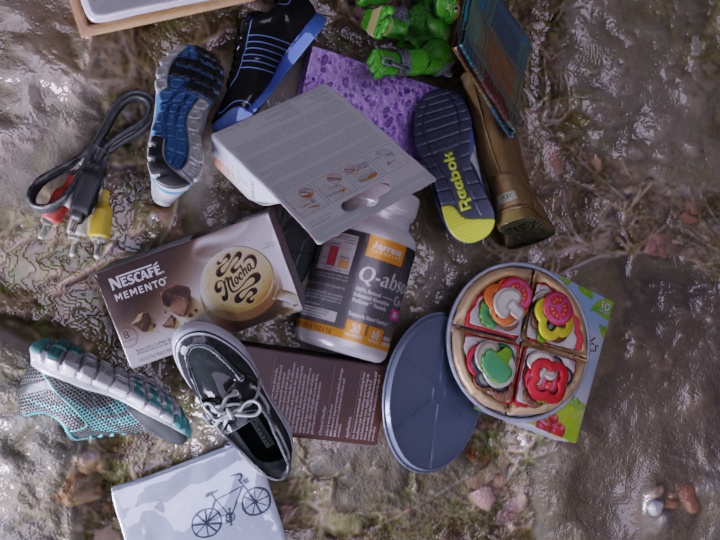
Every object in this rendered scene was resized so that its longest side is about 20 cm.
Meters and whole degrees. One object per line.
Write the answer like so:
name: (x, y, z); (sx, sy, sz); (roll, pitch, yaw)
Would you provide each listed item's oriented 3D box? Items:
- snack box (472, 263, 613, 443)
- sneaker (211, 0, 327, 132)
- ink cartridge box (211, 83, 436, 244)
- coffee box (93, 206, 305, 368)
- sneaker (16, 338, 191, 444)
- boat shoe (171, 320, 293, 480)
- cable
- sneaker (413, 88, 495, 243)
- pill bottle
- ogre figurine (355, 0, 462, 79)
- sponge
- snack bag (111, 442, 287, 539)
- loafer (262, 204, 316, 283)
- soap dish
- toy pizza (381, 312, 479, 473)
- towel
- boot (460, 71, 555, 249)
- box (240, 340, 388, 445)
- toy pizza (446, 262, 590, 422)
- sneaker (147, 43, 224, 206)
snack box: (0.244, 0.110, 1.177); (0.142, 0.053, 0.201); (24, 76, -22)
sneaker: (-0.123, -0.244, 1.029); (0.078, 0.070, 0.200); (38, 72, -14)
ink cartridge box: (-0.041, -0.109, 0.961); (0.162, 0.050, 0.200); (-30, 59, -26)
coffee box: (-0.173, 0.017, 0.974); (0.199, 0.080, 0.113); (-18, 100, 1)
sneaker: (-0.285, 0.153, 0.982); (0.200, 0.078, 0.091); (30, 97, -16)
boat shoe: (-0.134, 0.144, 0.943); (0.073, 0.068, 0.200); (-25, 114, 2)
cable: (-0.299, -0.116, 0.987); (0.097, 0.050, 0.201); (20, 71, -5)
sneaker: (0.113, -0.125, 1.094); (0.074, 0.082, 0.201); (-12, 80, 6)
pill bottle: (0.000, 0.000, 1.055); (0.116, 0.116, 0.201); (17, 86, -21)
ogre figurine: (0.057, -0.311, 1.079); (0.120, 0.200, 0.098); (11, 132, -31)
sponge: (0.017, -0.194, 1.101); (0.199, 0.030, 0.112); (13, 88, -21)
snack bag: (-0.185, 0.312, 1.042); (0.188, 0.021, 0.201); (-18, 98, -20)
loafer: (-0.089, -0.059, 1.056); (0.072, 0.063, 0.201); (16, 89, -45)
soap dish: (-0.233, -0.350, 0.973); (0.199, 0.081, 0.158); (-19, 98, -19)
toy pizza: (0.087, 0.152, 1.112); (0.200, 0.032, 0.201); (-4, 95, -47)
towel: (0.164, -0.275, 1.086); (0.147, 0.022, 0.200); (49, 37, -32)
boot: (0.190, -0.140, 1.138); (0.066, 0.175, 0.201); (-16, 74, 13)
box: (-0.073, 0.145, 1.054); (0.199, 0.075, 0.101); (11, 88, -23)
toy pizza: (0.204, 0.088, 1.110); (0.199, 0.032, 0.201); (2, 83, -16)
sneaker: (-0.207, -0.162, 0.997); (0.075, 0.087, 0.201); (16, 62, -15)
